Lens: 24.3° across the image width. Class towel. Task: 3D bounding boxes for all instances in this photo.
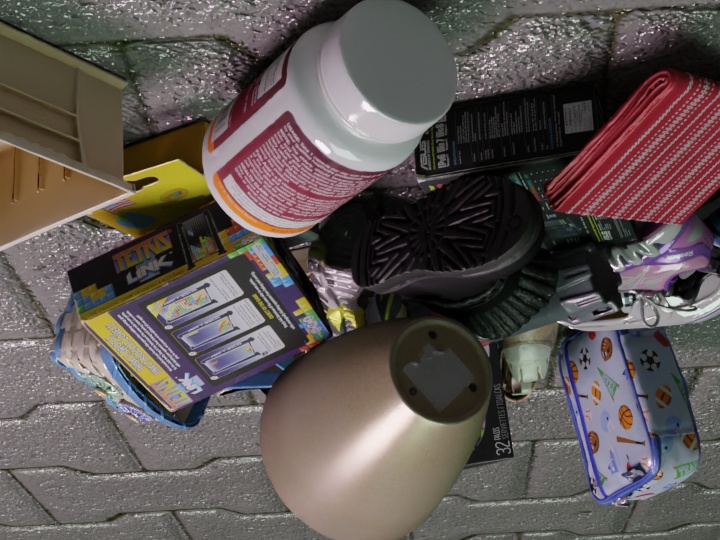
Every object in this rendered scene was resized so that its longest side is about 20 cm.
[{"bbox_3d":[0.241,-0.093,1.297,0.199,0.023,0.145,4,137,-50],"label":"towel"}]

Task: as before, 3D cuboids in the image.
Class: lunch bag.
[{"bbox_3d":[0.280,0.150,1.785,0.075,0.202,0.160,-2,160,-25],"label":"lunch bag"}]

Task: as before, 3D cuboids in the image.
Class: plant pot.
[{"bbox_3d":[0.032,0.119,1.431,0.185,0.189,0.200,6,156,-20],"label":"plant pot"}]

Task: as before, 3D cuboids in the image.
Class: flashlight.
[{"bbox_3d":[0.133,0.025,1.482,0.199,0.069,0.067,-23,144,39],"label":"flashlight"}]

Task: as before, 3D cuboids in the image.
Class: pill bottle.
[{"bbox_3d":[-0.023,-0.109,1.207,0.113,0.115,0.200,10,156,-30],"label":"pill bottle"}]

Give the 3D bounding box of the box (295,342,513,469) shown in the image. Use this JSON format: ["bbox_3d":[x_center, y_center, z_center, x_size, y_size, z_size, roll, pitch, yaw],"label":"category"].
[{"bbox_3d":[0.043,0.142,1.752,0.198,0.150,0.124,-7,171,-9],"label":"box"}]

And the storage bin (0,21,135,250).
[{"bbox_3d":[-0.305,-0.098,1.230,0.199,0.095,0.198,-18,154,35],"label":"storage bin"}]

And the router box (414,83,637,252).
[{"bbox_3d":[0.139,-0.075,1.383,0.148,0.063,0.200,-9,158,14],"label":"router box"}]

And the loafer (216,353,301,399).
[{"bbox_3d":[-0.080,0.118,1.838,0.198,0.070,0.075,5,157,-19],"label":"loafer"}]

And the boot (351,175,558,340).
[{"bbox_3d":[0.111,-0.007,1.350,0.157,0.080,0.210,22,160,-33],"label":"boot"}]

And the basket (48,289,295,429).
[{"bbox_3d":[-0.177,0.070,1.587,0.199,0.140,0.176,-11,142,32],"label":"basket"}]

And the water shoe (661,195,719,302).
[{"bbox_3d":[0.343,-0.029,1.502,0.071,0.080,0.200,9,156,-29],"label":"water shoe"}]

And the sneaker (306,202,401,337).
[{"bbox_3d":[0.000,0.000,1.559,0.074,0.085,0.201,17,141,15],"label":"sneaker"}]

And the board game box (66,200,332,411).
[{"bbox_3d":[-0.130,0.029,1.411,0.164,0.057,0.200,-24,150,4],"label":"board game box"}]

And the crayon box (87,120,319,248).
[{"bbox_3d":[-0.139,-0.063,1.396,0.126,0.051,0.200,-15,156,27],"label":"crayon box"}]

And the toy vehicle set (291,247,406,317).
[{"bbox_3d":[-0.048,0.030,1.677,0.123,0.027,0.200,-12,157,22],"label":"toy vehicle set"}]

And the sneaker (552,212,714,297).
[{"bbox_3d":[0.240,-0.008,1.516,0.088,0.081,0.200,30,145,-26],"label":"sneaker"}]

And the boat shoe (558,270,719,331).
[{"bbox_3d":[0.269,0.020,1.619,0.200,0.075,0.086,-9,176,34],"label":"boat shoe"}]

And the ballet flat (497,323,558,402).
[{"bbox_3d":[0.180,0.095,1.815,0.067,0.068,0.200,-3,158,1],"label":"ballet flat"}]
